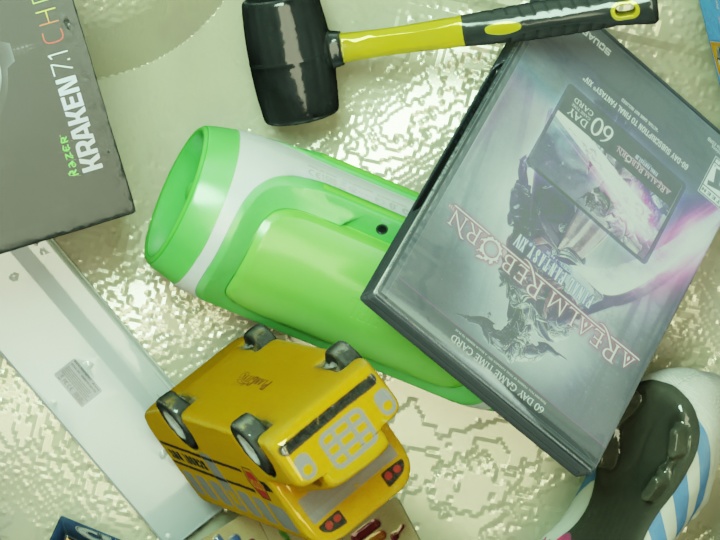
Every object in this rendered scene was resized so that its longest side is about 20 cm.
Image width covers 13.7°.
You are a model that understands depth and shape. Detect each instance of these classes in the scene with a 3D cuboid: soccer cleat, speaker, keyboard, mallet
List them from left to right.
[{"bbox_3d":[-0.134,0.050,1.486,0.056,0.011,0.200,-37,107,6],"label":"keyboard"},{"bbox_3d":[0.000,0.000,1.457,0.200,0.088,0.088,23,99,-15],"label":"speaker"},{"bbox_3d":[0.043,-0.104,1.436,0.200,0.041,0.066,0,106,8],"label":"mallet"},{"bbox_3d":[0.137,0.135,1.525,0.070,0.086,0.200,41,118,26],"label":"soccer cleat"}]

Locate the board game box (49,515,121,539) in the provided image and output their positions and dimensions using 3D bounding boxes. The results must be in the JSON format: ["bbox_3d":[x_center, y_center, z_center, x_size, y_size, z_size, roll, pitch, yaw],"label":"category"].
[{"bbox_3d":[-0.131,0.241,1.519,0.135,0.035,0.200,24,98,-15],"label":"board game box"}]

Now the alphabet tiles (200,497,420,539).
[{"bbox_3d":[-0.045,0.201,1.437,0.200,0.006,0.166,-32,65,7],"label":"alphabet tiles"}]

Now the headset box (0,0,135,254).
[{"bbox_3d":[-0.225,-0.085,1.386,0.200,0.093,0.174,-16,102,-6],"label":"headset box"}]

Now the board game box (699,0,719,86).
[{"bbox_3d":[0.259,-0.081,1.499,0.151,0.037,0.200,-20,106,-14],"label":"board game box"}]

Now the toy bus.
[{"bbox_3d":[-0.038,0.077,1.404,0.065,0.200,0.078,-38,106,-16],"label":"toy bus"}]

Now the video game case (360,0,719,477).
[{"bbox_3d":[0.099,-0.021,1.449,0.143,0.019,0.200,39,60,-17],"label":"video game case"}]
